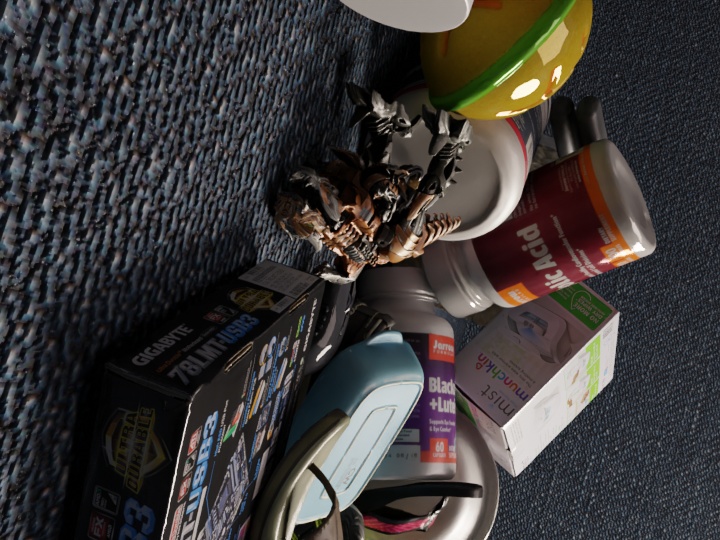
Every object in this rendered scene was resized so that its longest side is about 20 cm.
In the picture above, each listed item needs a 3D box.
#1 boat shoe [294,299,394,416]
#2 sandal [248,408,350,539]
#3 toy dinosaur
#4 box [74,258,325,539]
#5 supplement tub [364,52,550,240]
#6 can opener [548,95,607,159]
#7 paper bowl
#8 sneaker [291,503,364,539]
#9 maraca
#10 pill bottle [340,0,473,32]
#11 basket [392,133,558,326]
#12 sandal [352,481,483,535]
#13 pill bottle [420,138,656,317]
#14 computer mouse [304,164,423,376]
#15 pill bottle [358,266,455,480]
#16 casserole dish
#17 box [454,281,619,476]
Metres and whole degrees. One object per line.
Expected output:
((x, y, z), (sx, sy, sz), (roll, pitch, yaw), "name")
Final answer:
((-0.022, 0.122, 0.746), (0.072, 0.067, 0.201), (-40, 147, -71), "boat shoe")
((-0.043, 0.187, 0.536), (0.080, 0.057, 0.202), (42, 66, -79), "sandal")
((0.014, -0.054, 0.596), (0.200, 0.102, 0.137), (-7, 117, -75), "toy dinosaur")
((-0.088, 0.112, 0.461), (0.198, 0.049, 0.201), (-41, 147, -69), "box")
((0.095, -0.135, 0.754), (0.200, 0.140, 0.141), (-61, 163, -47), "supplement tub")
((0.228, -0.082, 0.839), (0.067, 0.053, 0.200), (-64, 144, -30), "can opener")
((0.049, 0.234, 0.897), (0.104, 0.199, 0.202), (72, 36, -71), "paper bowl")
((-0.063, 0.295, 0.776), (0.201, 0.075, 0.076), (-58, 180, 7), "sneaker")
((0.103, -0.179, 0.590), (0.137, 0.107, 0.200), (-32, -156, 32), "maraca")
((0.046, -0.239, 0.445), (0.112, 0.112, 0.201), (52, 55, -76), "pill bottle")
((0.149, -0.053, 0.999), (0.201, 0.197, 0.161), (93, 22, -50), "basket")
((0.024, 0.231, 0.794), (0.075, 0.199, 0.045), (33, 46, -65), "sandal")
((0.164, -0.033, 0.791), (0.114, 0.199, 0.115), (40, 37, -39), "pill bottle")
((0.000, 0.000, 0.648), (0.201, 0.034, 0.059), (-58, 149, -12), "computer mouse")
((0.038, 0.103, 0.819), (0.111, 0.111, 0.201), (57, 32, -75), "pill bottle")
((-0.013, 0.140, 0.693), (0.121, 0.039, 0.201), (4, 122, -52), "casserole dish")
((0.195, 0.119, 0.931), (0.176, 0.097, 0.200), (-42, 151, -8), "box")
